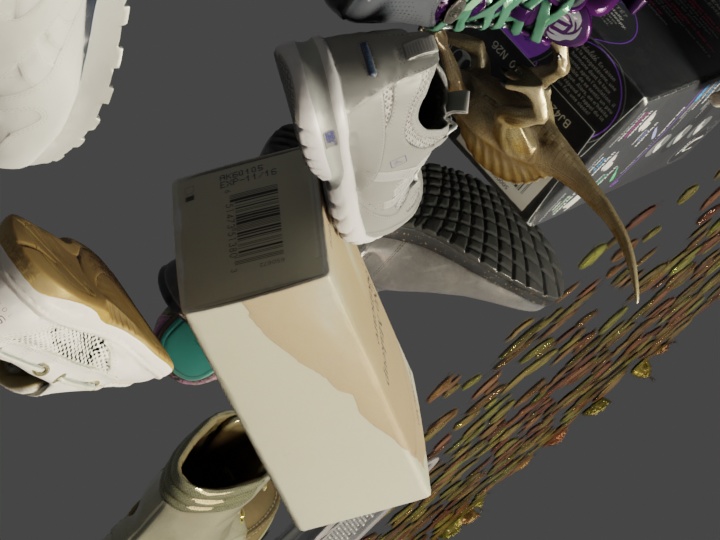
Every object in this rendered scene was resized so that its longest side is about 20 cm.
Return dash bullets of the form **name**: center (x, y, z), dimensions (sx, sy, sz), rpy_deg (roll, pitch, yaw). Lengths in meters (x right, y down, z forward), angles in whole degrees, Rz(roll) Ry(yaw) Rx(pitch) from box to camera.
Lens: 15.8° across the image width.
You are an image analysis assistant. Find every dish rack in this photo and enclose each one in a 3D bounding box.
- **dish rack**: center (-0.026, 0.232, 2.433), dimensions (0.172, 0.044, 0.200), rpy_deg (-48, 166, 29)

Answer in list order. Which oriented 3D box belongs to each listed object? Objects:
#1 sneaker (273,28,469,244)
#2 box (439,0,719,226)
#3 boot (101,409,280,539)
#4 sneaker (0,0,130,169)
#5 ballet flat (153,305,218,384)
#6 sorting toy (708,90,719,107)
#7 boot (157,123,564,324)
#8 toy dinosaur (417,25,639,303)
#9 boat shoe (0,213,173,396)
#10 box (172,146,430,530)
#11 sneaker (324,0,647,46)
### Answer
- **sneaker**: center (0.017, -0.064, 1.257), dimensions (0.082, 0.075, 0.200), rpy_deg (-14, 168, 5)
- **box**: center (0.130, -0.119, 1.426), dimensions (0.106, 0.122, 0.200), rpy_deg (-48, 166, 32)
- **boot**: center (-0.099, 0.157, 1.869), dimensions (0.200, 0.072, 0.155), rpy_deg (-25, 158, -50)
- **sneaker**: center (-0.124, -0.098, 0.874), dimensions (0.080, 0.076, 0.200), rpy_deg (-21, 156, -27)
- **ballet flat**: center (-0.036, -0.008, 1.484), dimensions (0.200, 0.069, 0.071), rpy_deg (-36, -165, 16)
- **sorting toy**: center (0.276, -0.189, 1.388), dimensions (0.180, 0.107, 0.200), rpy_deg (-15, 111, -55)
- **boot**: center (0.000, 0.000, 1.419), dimensions (0.132, 0.200, 0.070), rpy_deg (-50, -152, 36)
- **toy dinosaur**: center (0.083, -0.076, 1.316), dimensions (0.058, 0.200, 0.101), rpy_deg (-39, 151, -32)
- **boat shoe**: center (-0.150, 0.027, 1.237), dimensions (0.069, 0.071, 0.200), rpy_deg (-40, 160, 3)
- **box**: center (-0.029, 0.039, 1.341), dimensions (0.078, 0.095, 0.200), rpy_deg (-15, 140, 8)
- **sneaker**: center (0.068, -0.141, 1.237), dimensions (0.200, 0.088, 0.074), rpy_deg (-27, 163, -48)
